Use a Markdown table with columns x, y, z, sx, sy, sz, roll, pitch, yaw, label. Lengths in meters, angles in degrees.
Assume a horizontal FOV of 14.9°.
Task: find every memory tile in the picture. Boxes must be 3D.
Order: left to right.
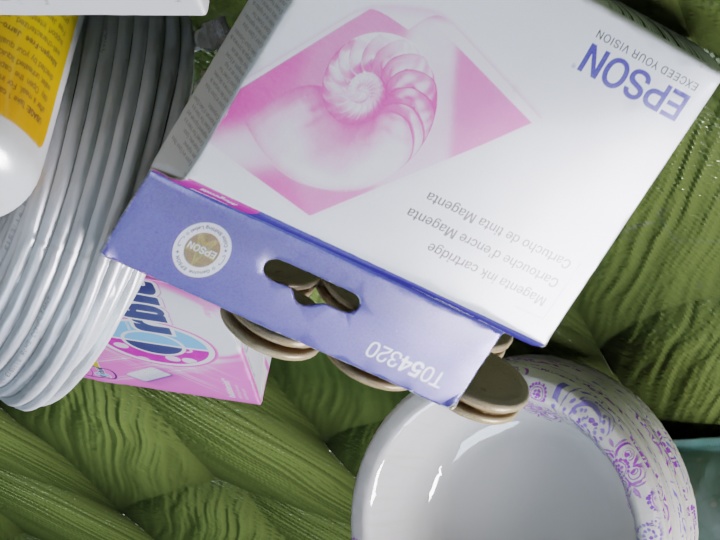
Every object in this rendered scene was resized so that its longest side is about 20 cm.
| x | y | z | sx | sy | sz | roll | pitch | yaw | label |
| --- | --- | --- | --- | --- | --- | --- | --- | --- | --- |
| 0.000 | 0.000 | 1.321 | 0.153 | 0.200 | 0.017 | 18 | 118 | -15 | memory tile |

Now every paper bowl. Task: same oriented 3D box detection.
| x | y | z | sx | sy | sz | roll | pitch | yaw | label |
| --- | --- | --- | --- | --- | --- | --- | --- | --- | --- |
| 0.102 | 0.150 | 1.615 | 0.200 | 0.202 | 0.104 | 3 | -174 | 27 | paper bowl |

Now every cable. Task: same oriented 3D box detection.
| x | y | z | sx | sy | sz | roll | pitch | yaw | label |
| --- | --- | --- | --- | --- | --- | --- | --- | --- | --- |
| -0.137 | -0.037 | 1.242 | 0.069 | 0.201 | 0.200 | 20 | -178 | -20 | cable |

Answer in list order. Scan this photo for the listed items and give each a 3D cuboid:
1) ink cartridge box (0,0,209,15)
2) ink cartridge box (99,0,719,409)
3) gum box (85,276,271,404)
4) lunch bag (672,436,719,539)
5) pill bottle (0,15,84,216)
| x | y | z | sx | sy | sz | roll | pitch | yaw | label |
| --- | --- | --- | --- | --- | --- | --- | --- | --- | --- |
| -0.154 | -0.159 | 1.012 | 0.199 | 0.116 | 0.067 | 1 | 161 | 8 | ink cartridge box |
| 0.023 | -0.046 | 1.157 | 0.196 | 0.201 | 0.043 | 24 | -165 | -29 | ink cartridge box |
| -0.115 | 0.006 | 1.540 | 0.113 | 0.066 | 0.200 | 8 | 159 | 8 | gum box |
| 0.188 | 0.176 | 1.734 | 0.199 | 0.123 | 0.170 | -3 | 156 | 24 | lunch bag |
| -0.175 | -0.089 | 1.125 | 0.112 | 0.201 | 0.113 | 12 | 161 | 4 | pill bottle |
